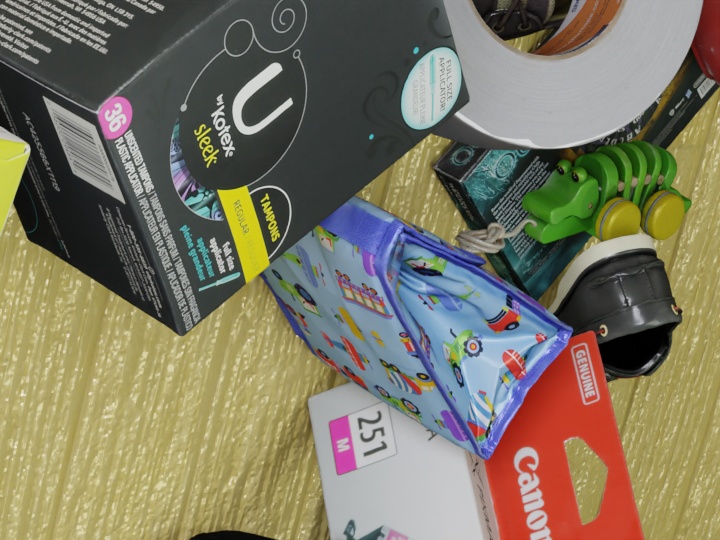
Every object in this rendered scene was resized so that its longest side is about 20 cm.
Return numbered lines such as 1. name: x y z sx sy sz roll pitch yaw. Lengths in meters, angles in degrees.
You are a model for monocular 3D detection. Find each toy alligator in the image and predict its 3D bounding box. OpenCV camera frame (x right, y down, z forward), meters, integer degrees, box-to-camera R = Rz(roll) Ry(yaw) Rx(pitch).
1. toy alligator: 0.137 -0.048 1.686 0.199 0.059 0.054 -9 120 -43

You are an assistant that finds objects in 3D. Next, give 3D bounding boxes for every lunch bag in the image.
1. lunch bag: 0.000 0.000 1.544 0.094 0.150 0.200 -55 140 -7

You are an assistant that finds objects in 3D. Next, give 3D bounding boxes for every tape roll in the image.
1. tape roll: 0.088 -0.167 1.534 0.199 0.066 0.201 -1 93 -23

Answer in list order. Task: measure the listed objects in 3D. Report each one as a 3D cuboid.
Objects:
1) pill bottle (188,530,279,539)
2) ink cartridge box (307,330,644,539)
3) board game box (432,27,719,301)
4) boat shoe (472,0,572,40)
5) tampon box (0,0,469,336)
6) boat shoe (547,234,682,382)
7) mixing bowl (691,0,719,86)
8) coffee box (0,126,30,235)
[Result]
1. pill bottle: -0.080 0.265 1.649 0.112 0.112 0.201 2 111 -47
2. ink cartridge box: 0.067 0.133 1.608 0.173 0.201 0.044 -22 141 15
3. board game box: 0.139 -0.093 1.730 0.200 0.028 0.135 -49 139 -13
4. boat shoe: 0.088 -0.169 1.603 0.200 0.065 0.073 -23 128 -36
5. tampon box: -0.070 -0.100 1.329 0.200 0.126 0.150 -41 137 -22
6. boat shoe: 0.155 0.040 1.741 0.073 0.063 0.201 -16 163 -8
7. mixing bowl: 0.252 -0.176 1.704 0.108 0.201 0.200 -16 140 17
8. coffee box: -0.299 -0.009 1.186 0.200 0.197 0.200 9 105 -49
